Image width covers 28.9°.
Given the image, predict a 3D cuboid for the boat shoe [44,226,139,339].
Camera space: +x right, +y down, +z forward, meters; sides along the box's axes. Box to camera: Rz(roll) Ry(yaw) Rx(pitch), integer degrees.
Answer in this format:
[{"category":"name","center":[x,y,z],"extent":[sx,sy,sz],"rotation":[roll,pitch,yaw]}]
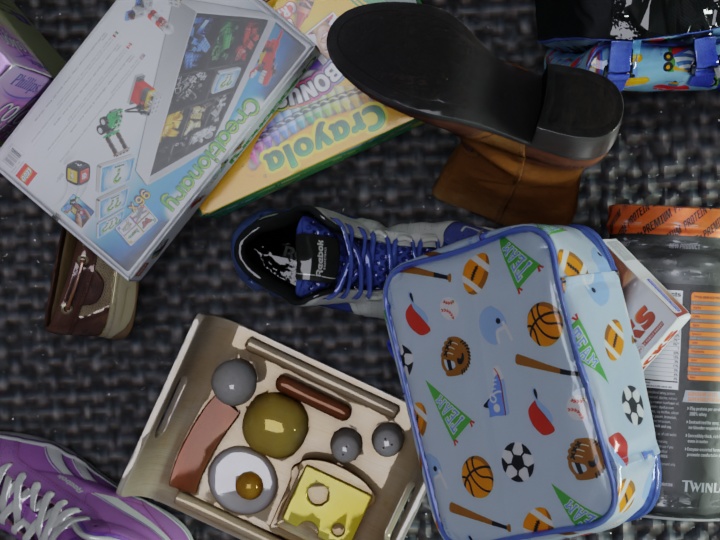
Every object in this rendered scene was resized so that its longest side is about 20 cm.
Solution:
[{"category":"boat shoe","center":[-0.193,-0.052,0.982],"extent":[0.071,0.072,0.202],"rotation":[2,98,-26]}]

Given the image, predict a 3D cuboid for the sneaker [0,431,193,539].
[{"category":"sneaker","center":[-0.216,0.172,0.978],"extent":[0.199,0.114,0.073],"rotation":[20,94,5]}]

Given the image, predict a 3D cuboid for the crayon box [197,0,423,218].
[{"category":"crayon box","center":[-0.042,-0.130,0.976],"extent":[0.199,0.058,0.119],"rotation":[-24,89,5]}]

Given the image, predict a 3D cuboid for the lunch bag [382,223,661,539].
[{"category":"lunch bag","center":[0.094,0.069,0.869],"extent":[0.160,0.075,0.202],"rotation":[-20,79,41]}]

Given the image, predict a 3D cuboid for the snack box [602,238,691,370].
[{"category":"snack box","center":[0.124,0.077,0.907],"extent":[0.072,0.024,0.200],"rotation":[48,118,24]}]

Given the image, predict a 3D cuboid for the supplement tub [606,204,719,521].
[{"category":"supplement tub","center":[0.209,0.058,0.934],"extent":[0.122,0.123,0.202],"rotation":[3,91,5]}]

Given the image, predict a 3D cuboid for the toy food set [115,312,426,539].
[{"category":"toy food set","center":[-0.053,0.135,0.986],"extent":[0.199,0.060,0.144],"rotation":[25,93,1]}]

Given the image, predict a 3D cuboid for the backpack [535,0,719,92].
[{"category":"backpack","center":[0.224,-0.185,0.907],"extent":[0.198,0.183,0.136],"rotation":[-4,99,-7]}]

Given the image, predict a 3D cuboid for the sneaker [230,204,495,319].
[{"category":"sneaker","center":[-0.001,0.000,0.954],"extent":[0.198,0.115,0.081],"rotation":[6,93,5]}]

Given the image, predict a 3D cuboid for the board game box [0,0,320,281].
[{"category":"board game box","center":[-0.137,-0.109,0.936],"extent":[0.126,0.035,0.200],"rotation":[40,92,4]}]

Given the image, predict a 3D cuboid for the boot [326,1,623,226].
[{"category":"boot","center":[0.067,-0.093,0.910],"extent":[0.187,0.200,0.069],"rotation":[11,75,0]}]

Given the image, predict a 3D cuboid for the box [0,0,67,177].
[{"category":"box","center":[-0.303,-0.171,0.945],"extent":[0.097,0.176,0.200],"rotation":[-42,88,4]}]
